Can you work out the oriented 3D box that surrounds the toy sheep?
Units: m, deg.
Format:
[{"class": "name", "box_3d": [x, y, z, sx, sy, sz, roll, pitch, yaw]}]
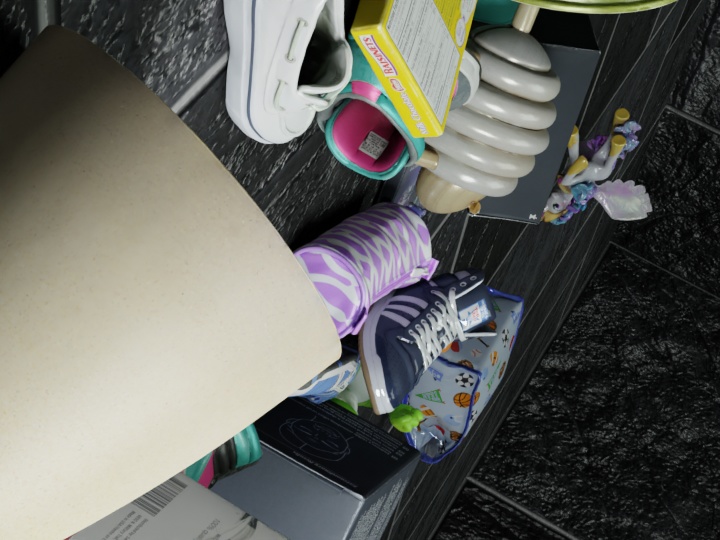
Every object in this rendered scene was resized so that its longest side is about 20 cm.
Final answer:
[{"class": "toy sheep", "box_3d": [0.101, -0.138, 1.240, 0.201, 0.137, 0.138, -65, 167, 22]}]

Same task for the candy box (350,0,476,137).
[{"class": "candy box", "box_3d": [0.045, -0.195, 0.946, 0.102, 0.026, 0.202, 52, 44, -45]}]

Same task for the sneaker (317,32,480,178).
[{"class": "sneaker", "box_3d": [0.029, -0.122, 1.075, 0.122, 0.083, 0.200, -66, 160, -5]}]

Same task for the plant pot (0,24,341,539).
[{"class": "plant pot", "box_3d": [-0.142, 0.036, 0.612, 0.200, 0.187, 0.188, -43, 163, -15]}]

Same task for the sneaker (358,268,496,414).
[{"class": "sneaker", "box_3d": [0.062, 0.056, 1.303, 0.200, 0.107, 0.071, -72, 151, -65]}]

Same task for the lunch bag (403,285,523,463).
[{"class": "lunch bag", "box_3d": [0.127, 0.138, 1.970, 0.170, 0.123, 0.201, -51, 156, -42]}]

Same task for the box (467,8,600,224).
[{"class": "box", "box_3d": [0.152, -0.167, 1.392, 0.142, 0.078, 0.201, -98, -162, -47]}]

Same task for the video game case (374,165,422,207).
[{"class": "video game case", "box_3d": [0.033, -0.047, 1.442, 0.143, 0.019, 0.202, -37, 151, -63]}]

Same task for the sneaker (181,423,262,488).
[{"class": "sneaker", "box_3d": [-0.132, 0.153, 1.068, 0.120, 0.083, 0.201, -30, 146, -50]}]

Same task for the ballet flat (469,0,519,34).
[{"class": "ballet flat", "box_3d": [0.108, -0.224, 1.293, 0.069, 0.069, 0.201, -47, 162, -49]}]

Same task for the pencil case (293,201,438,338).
[{"class": "pencil case", "box_3d": [0.000, 0.000, 1.254, 0.084, 0.085, 0.200, -54, 171, 25]}]

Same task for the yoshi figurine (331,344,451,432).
[{"class": "yoshi figurine", "box_3d": [0.003, 0.116, 1.450, 0.200, 0.112, 0.112, -48, 156, -8]}]

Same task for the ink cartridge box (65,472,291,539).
[{"class": "ink cartridge box", "box_3d": [-0.125, 0.206, 0.921, 0.145, 0.199, 0.085, -41, 156, -57]}]

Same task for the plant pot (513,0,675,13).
[{"class": "plant pot", "box_3d": [0.162, -0.317, 1.059, 0.200, 0.199, 0.195, -48, 149, -47]}]

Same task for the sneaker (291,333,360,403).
[{"class": "sneaker", "box_3d": [-0.036, 0.086, 1.307, 0.200, 0.075, 0.078, -24, 136, -68]}]

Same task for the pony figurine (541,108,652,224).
[{"class": "pony figurine", "box_3d": [0.363, -0.158, 2.293, 0.191, 0.167, 0.201, -18, 151, -23]}]

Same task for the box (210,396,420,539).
[{"class": "box", "box_3d": [-0.053, 0.186, 1.287, 0.108, 0.147, 0.200, -64, 167, 11]}]

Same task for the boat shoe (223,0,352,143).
[{"class": "boat shoe", "box_3d": [-0.039, -0.122, 0.883, 0.074, 0.066, 0.200, -58, 167, -15]}]
